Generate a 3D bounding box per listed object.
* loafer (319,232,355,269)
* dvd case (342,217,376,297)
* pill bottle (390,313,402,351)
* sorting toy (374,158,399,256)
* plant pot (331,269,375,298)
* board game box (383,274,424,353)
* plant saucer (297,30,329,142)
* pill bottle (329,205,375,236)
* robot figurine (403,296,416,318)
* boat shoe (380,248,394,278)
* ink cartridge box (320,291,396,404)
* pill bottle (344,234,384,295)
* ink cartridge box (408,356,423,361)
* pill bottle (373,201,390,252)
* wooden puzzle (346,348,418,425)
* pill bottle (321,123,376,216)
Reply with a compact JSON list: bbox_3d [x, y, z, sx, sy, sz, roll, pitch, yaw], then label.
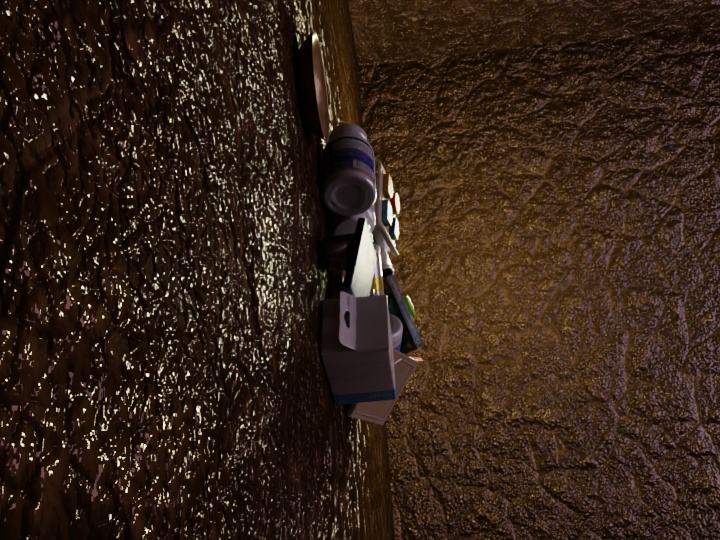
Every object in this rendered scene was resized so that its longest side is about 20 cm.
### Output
[{"bbox_3d":[-0.038,-0.038,1.171,0.200,0.075,0.069,-69,147,-83],"label":"loafer"},{"bbox_3d":[0.002,0.001,1.159,0.200,0.017,0.144,69,31,-67],"label":"dvd case"},{"bbox_3d":[0.040,0.217,1.468,0.120,0.119,0.202,-88,-178,-62],"label":"pill bottle"},{"bbox_3d":[0.074,-0.159,1.474,0.185,0.036,0.202,54,32,-64],"label":"sorting toy"},{"bbox_3d":[-0.009,0.097,1.311,0.201,0.092,0.203,-4,90,-87],"label":"plant pot"},{"bbox_3d":[0.082,0.125,1.513,0.135,0.028,0.201,-36,-105,54],"label":"board game box"},{"bbox_3d":[-0.090,-0.345,1.089,0.200,0.035,0.202,-5,90,-86],"label":"plant saucer"},{"bbox_3d":[-0.018,-0.137,1.350,0.201,0.108,0.109,-89,173,-54],"label":"pill bottle"},{"bbox_3d":[0.078,0.149,1.673,0.200,0.174,0.116,59,5,-79],"label":"robot figurine"},{"bbox_3d":[0.062,0.006,1.558,0.200,0.071,0.069,89,-19,-68],"label":"boat shoe"},{"bbox_3d":[-0.002,0.145,1.088,0.201,0.124,0.129,81,5,-49],"label":"ink cartridge box"},{"bbox_3d":[0.000,0.000,1.436,0.109,0.108,0.202,-80,165,-75],"label":"pill bottle"},{"bbox_3d":[0.084,0.234,1.698,0.161,0.198,0.051,54,39,-84],"label":"ink cartridge box"},{"bbox_3d":[0.015,-0.143,1.585,0.120,0.119,0.202,-80,155,-76],"label":"pill bottle"},{"bbox_3d":[0.052,0.278,1.387,0.186,0.037,0.200,-60,147,-3],"label":"wooden puzzle"},{"bbox_3d":[-0.027,-0.229,1.269,0.120,0.119,0.201,81,6,-48],"label":"pill bottle"}]
